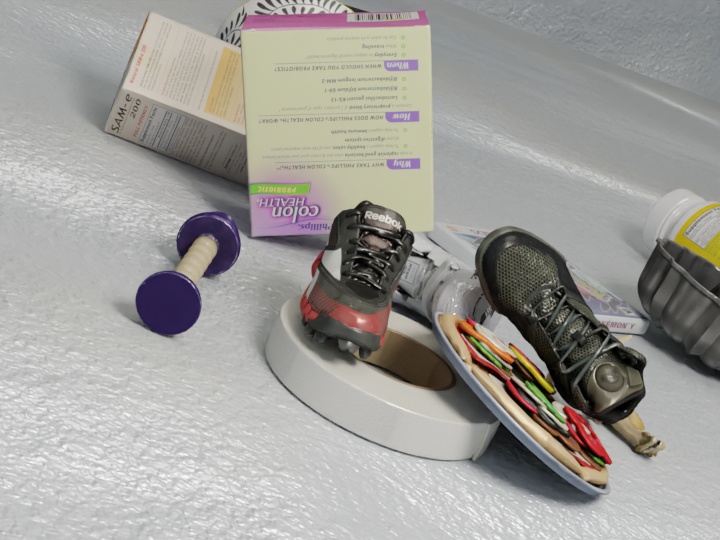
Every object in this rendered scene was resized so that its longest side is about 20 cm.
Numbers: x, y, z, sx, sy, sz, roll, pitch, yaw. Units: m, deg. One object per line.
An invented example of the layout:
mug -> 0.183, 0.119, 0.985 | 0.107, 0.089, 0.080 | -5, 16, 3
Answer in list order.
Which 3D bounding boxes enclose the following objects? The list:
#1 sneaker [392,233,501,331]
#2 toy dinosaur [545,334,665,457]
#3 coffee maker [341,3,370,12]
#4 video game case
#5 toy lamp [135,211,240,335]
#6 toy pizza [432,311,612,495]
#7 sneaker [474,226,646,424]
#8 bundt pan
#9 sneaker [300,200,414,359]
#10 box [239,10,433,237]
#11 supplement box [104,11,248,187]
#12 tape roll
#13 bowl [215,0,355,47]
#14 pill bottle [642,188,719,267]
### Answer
sneaker -> 0.066, 0.018, 1.391 | 0.115, 0.075, 0.200 | 26, 5, 13
toy dinosaur -> 0.225, 0.110, 1.416 | 0.101, 0.058, 0.200 | 34, 22, -20
coffee maker -> -0.043, -0.324, 2.136 | 0.200, 0.135, 0.192 | 12, 21, -35
video game case -> 0.198, 0.008, 1.690 | 0.182, 0.023, 0.200 | 6, 26, -44
toy lamp -> -0.135, -0.005, 1.247 | 0.058, 0.058, 0.200 | 23, 20, -3
toy pizza -> 0.136, 0.100, 1.228 | 0.200, 0.032, 0.200 | 43, 10, -9
sneaker -> 0.174, 0.049, 1.260 | 0.199, 0.076, 0.114 | 57, -9, -22
bundt pan -> 0.390, 0.052, 1.692 | 0.202, 0.076, 0.202 | 33, 16, -11
sneaker -> 0.000, 0.000, 1.221 | 0.071, 0.098, 0.200 | 24, 19, -6
box -> -0.020, -0.142, 1.455 | 0.176, 0.200, 0.097 | -2, 17, 1
supplement box -> -0.152, -0.172, 1.592 | 0.200, 0.074, 0.126 | 22, 47, -11
tape roll -> 0.022, 0.083, 1.230 | 0.203, 0.037, 0.203 | 22, 17, -7
bowl -> -0.076, -0.202, 1.706 | 0.201, 0.201, 0.094 | 21, 38, -10
pill bottle -> 0.466, -0.019, 1.960 | 0.114, 0.114, 0.200 | 7, 25, -42
